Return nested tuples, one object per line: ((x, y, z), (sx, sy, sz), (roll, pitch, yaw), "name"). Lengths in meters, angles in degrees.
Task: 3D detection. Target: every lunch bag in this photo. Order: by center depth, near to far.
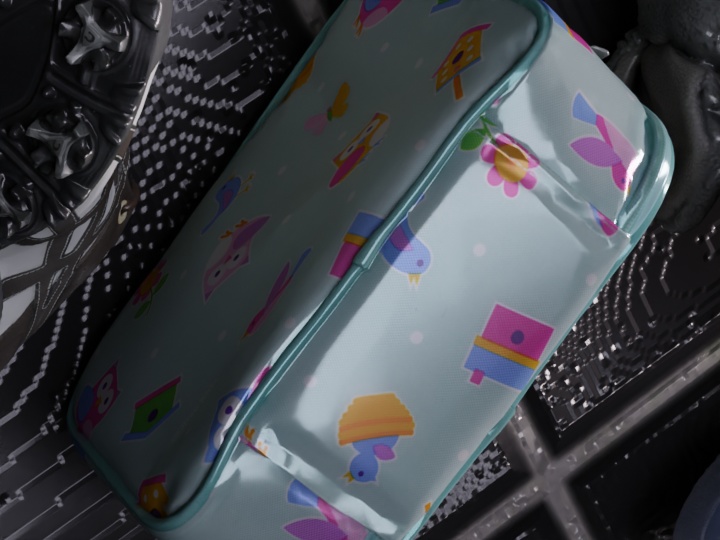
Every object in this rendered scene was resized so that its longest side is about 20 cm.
((0.000, 0.000, 0.800), (0.077, 0.160, 0.200), (38, 87, -22), "lunch bag")

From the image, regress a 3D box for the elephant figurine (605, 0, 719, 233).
((0.144, -0.073, 0.886), (0.141, 0.200, 0.155), (2, 134, -49), "elephant figurine")

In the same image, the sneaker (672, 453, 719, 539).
((0.206, 0.070, 0.937), (0.200, 0.082, 0.070), (-28, 110, -19), "sneaker")

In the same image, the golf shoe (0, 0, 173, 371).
((-0.100, -0.037, 0.744), (0.078, 0.200, 0.094), (42, 38, 5), "golf shoe")
